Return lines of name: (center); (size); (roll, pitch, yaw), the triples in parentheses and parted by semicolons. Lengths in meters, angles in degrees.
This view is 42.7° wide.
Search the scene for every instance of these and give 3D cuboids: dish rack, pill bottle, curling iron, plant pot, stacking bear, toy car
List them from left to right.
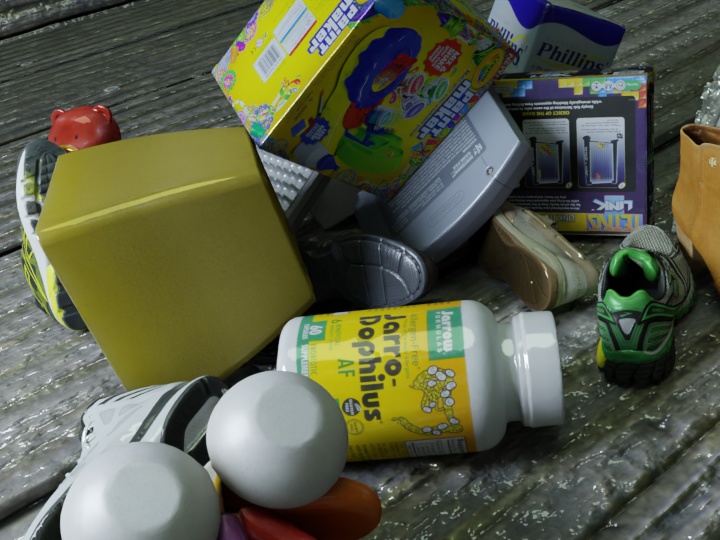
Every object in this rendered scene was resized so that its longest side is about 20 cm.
stacking bear: (-0.288, -0.084, 1.025); (0.121, 0.200, 0.114); (2, 28, 23)
plant pot: (-0.151, -0.020, 0.825); (0.176, 0.200, 0.200); (-22, 28, 0)
toy car: (-0.076, 0.170, 0.547); (0.200, 0.175, 0.150); (-26, 67, -29)
dish rack: (-0.115, -0.069, 1.029); (0.172, 0.044, 0.200); (23, 78, 49)
curling iron: (-0.011, 0.060, 0.850); (0.200, 0.026, 0.050); (-16, 48, -22)
pill bottle: (0.046, 0.081, 0.688); (0.200, 0.113, 0.113); (-6, 27, 8)

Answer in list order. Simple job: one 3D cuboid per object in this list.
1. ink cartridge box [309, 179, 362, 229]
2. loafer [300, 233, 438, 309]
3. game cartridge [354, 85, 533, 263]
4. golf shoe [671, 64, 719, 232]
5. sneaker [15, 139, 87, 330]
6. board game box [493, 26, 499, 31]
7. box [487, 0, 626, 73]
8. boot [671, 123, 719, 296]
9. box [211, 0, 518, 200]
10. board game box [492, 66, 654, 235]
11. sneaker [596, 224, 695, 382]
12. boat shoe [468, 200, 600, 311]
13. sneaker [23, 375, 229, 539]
ink cartridge box: (0.006, -0.154, 1.136); (0.145, 0.084, 0.200); (-30, 19, 25)
loafer: (0.000, 0.000, 0.891); (0.200, 0.072, 0.063); (-3, 6, 43)
game cartridge: (0.081, -0.086, 0.934); (0.200, 0.040, 0.133); (-44, 42, 25)
golf shoe: (0.359, -0.113, 0.868); (0.097, 0.200, 0.078); (12, 50, 16)
sneaker: (-0.329, -0.034, 0.961); (0.085, 0.200, 0.074); (1, 13, 43)
board game box: (0.113, -0.193, 1.121); (0.019, 0.200, 0.103); (25, 32, -1)
box: (0.207, -0.232, 1.123); (0.105, 0.200, 0.184); (13, 23, -15)
boot: (0.329, -0.035, 0.771); (0.071, 0.144, 0.201); (-20, 34, -12)
box: (0.005, -0.199, 0.883); (0.192, 0.200, 0.122); (16, 33, -48)
board game box: (0.204, -0.124, 0.968); (0.200, 0.166, 0.057); (3, 22, 24)
sneaker: (0.246, 0.009, 0.790); (0.078, 0.085, 0.200); (0, 28, 20)
boat shoe: (0.163, -0.025, 0.907); (0.065, 0.072, 0.200); (-9, 28, -17)
sneaker: (-0.191, 0.157, 0.697); (0.115, 0.076, 0.201); (-9, 26, 41)
